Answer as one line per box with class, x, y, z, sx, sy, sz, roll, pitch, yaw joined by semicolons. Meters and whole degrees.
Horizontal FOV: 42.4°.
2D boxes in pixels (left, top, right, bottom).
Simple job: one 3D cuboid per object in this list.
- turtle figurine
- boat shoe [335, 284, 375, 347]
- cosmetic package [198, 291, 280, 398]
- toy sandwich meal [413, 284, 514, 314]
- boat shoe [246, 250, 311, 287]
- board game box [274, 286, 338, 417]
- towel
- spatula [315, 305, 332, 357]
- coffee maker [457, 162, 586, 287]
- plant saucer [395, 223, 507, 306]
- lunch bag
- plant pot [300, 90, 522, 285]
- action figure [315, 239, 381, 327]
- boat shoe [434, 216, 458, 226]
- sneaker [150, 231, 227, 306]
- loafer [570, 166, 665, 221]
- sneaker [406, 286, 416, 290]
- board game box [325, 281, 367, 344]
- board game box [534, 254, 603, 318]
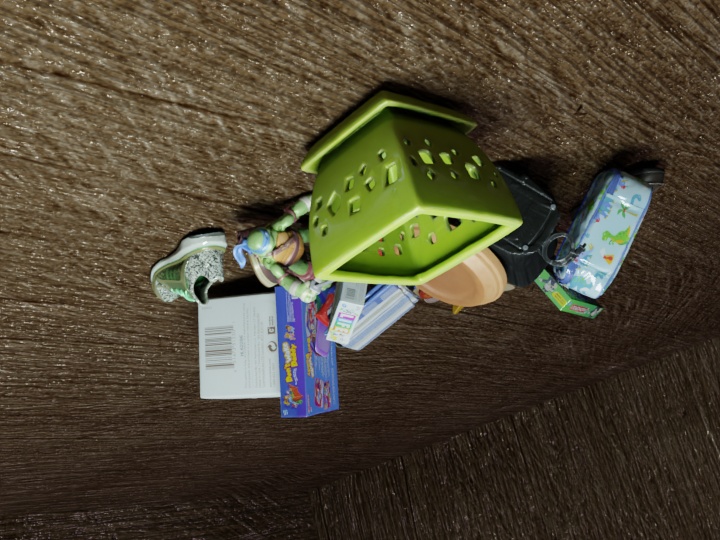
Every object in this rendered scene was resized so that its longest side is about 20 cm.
turtle figurine;-0.063;-0.031;1.322;0.199;0.145;0.194;-28;167;13
boat shoe;-0.013;0.062;1.586;0.066;0.057;0.201;22;142;8
cosmetic package;-0.157;0.131;1.584;0.165;0.169;0.200;-7;172;20
toy sandwich meal;0.202;0.029;1.779;0.204;0.071;0.205;-13;160;-5
boat shoe;-0.115;-0.015;1.453;0.072;0.073;0.200;-27;162;11
board game box;-0.084;0.127;1.476;0.044;0.202;0.134;-5;175;20
towel;0.020;0.071;1.514;0.147;0.024;0.200;-40;162;4
spatula;-0.036;0.041;1.492;0.020;0.201;0.057;13;164;26
coffee maker;0.246;-0.048;1.432;0.134;0.193;0.200;-33;160;3
plant saucer;0.130;-0.005;1.444;0.199;0.038;0.201;25;154;13
lunch bag;0.378;-0.060;1.467;0.082;0.201;0.161;25;-171;3
plant pot;0.052;-0.104;1.159;0.199;0.183;0.199;6;152;-43
action figure;0.000;0.000;1.429;0.052;0.201;0.065;41;149;-25
boat shoe;0.147;-0.031;1.509;0.072;0.065;0.200;-39;132;6
sneaker;-0.260;0.018;1.399;0.076;0.089;0.200;-1;156;-34
loafer;0.445;-0.110;1.578;0.073;0.072;0.200;-2;157;-31
sneaker;0.098;-0.009;1.596;0.199;0.078;0.076;-22;157;16
board game box;-0.008;-0.014;1.322;0.034;0.201;0.135;12;152;-5
board game box;0.319;-0.004;1.593;0.134;0.200;0.029;12;124;-51
